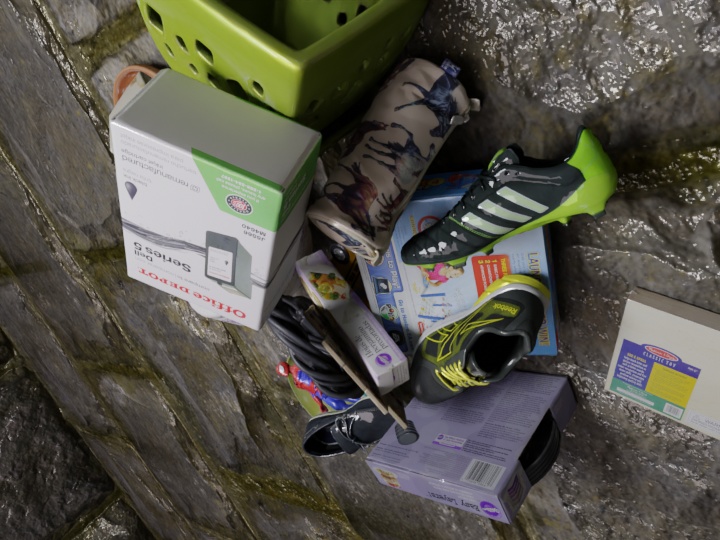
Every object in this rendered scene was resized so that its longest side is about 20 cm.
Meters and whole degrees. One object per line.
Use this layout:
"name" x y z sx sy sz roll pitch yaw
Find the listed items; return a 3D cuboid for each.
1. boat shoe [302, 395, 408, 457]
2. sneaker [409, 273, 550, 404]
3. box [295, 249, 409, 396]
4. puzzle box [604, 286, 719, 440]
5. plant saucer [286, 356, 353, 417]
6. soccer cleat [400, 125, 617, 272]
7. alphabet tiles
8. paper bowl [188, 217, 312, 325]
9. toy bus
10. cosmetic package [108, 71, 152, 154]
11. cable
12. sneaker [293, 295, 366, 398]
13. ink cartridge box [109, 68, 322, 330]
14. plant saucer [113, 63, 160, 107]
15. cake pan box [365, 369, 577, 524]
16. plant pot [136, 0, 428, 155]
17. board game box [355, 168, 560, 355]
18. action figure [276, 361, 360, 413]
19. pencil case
"boat shoe" -0.008 0.229 0.940 0.200 0.062 0.075 -23 106 36
"sneaker" 0.107 0.084 0.659 0.074 0.085 0.200 34 128 -4
"box" -0.014 0.053 0.743 0.200 0.039 0.042 51 161 39
"puzzle box" 0.343 0.104 0.623 0.200 0.025 0.133 23 137 29
"plant saucer" -0.038 0.202 1.080 0.200 0.031 0.200 25 136 26
"soccer cleat" 0.118 -0.061 0.573 0.200 0.068 0.081 -21 105 24
"alphabet tiles" -0.004 0.105 0.766 0.166 0.006 0.200 49 -177 -1
"paper bowl" -0.143 -0.026 0.875 0.200 0.201 0.104 0 165 45
"toy bus" 0.000 0.000 0.838 0.078 0.065 0.200 38 141 10
"cosmetic package" -0.213 -0.151 0.719 0.105 0.071 0.200 33 -173 -31
"cable" -0.074 0.071 0.729 0.200 0.051 0.163 48 -178 -31
"sneaker" -0.018 0.101 0.925 0.200 0.084 0.121 43 148 -6
"ink cartridge box" -0.128 -0.052 0.581 0.145 0.084 0.200 23 141 3
"plant saucer" -0.281 -0.205 0.956 0.200 0.037 0.201 26 137 27
"cake pan box" 0.134 0.191 0.776 0.200 0.184 0.052 -2 126 44
"plant pot" -0.075 -0.217 0.620 0.199 0.200 0.182 38 149 13
"board game box" 0.100 -0.003 0.691 0.195 0.056 0.200 -3 122 21
"action figure" -0.053 0.193 1.026 0.200 0.052 0.066 27 142 28
"pencil case" 0.030 -0.102 0.607 0.089 0.200 0.078 24 164 23
